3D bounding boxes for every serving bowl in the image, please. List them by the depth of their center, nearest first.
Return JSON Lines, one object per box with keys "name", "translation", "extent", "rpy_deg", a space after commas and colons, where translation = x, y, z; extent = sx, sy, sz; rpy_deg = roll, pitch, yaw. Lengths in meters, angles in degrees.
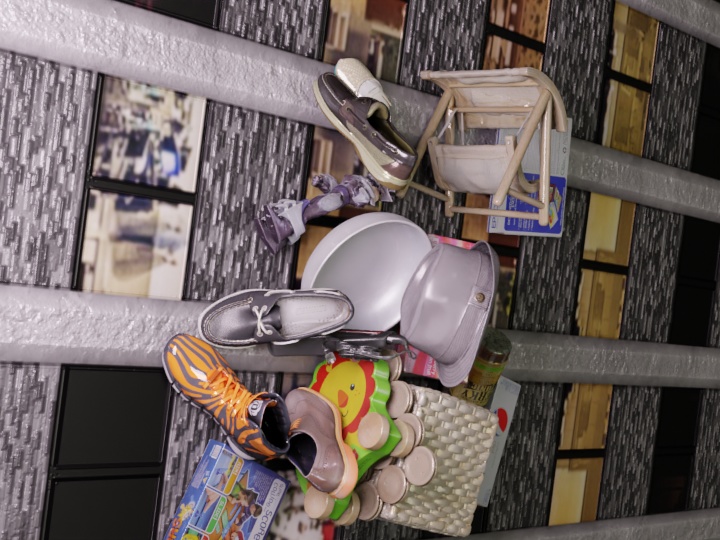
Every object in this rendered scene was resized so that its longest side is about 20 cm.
{"name": "serving bowl", "translation": [0.000, 0.000, 1.587], "extent": [0.198, 0.066, 0.202], "rpy_deg": [-20, 134, -22]}

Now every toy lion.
{"name": "toy lion", "translation": [-0.024, 0.206, 1.556], "extent": [0.068, 0.192, 0.201], "rpy_deg": [22, 112, -39]}

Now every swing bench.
{"name": "swing bench", "translation": [0.179, -0.182, 1.676], "extent": [0.129, 0.198, 0.203], "rpy_deg": [17, 84, -44]}

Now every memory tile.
{"name": "memory tile", "translation": [0.022, 0.219, 1.557], "extent": [0.017, 0.153, 0.202], "rpy_deg": [19, 42, -46]}

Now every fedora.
{"name": "fedora", "translation": [0.109, 0.045, 1.550], "extent": [0.089, 0.177, 0.202], "rpy_deg": [20, 86, -13]}

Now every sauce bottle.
{"name": "sauce bottle", "translation": [0.166, 0.180, 1.753], "extent": [0.064, 0.065, 0.202], "rpy_deg": [-15, 136, -42]}

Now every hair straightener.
{"name": "hair straightener", "translation": [-0.025, 0.105, 1.513], "extent": [0.077, 0.197, 0.041], "rpy_deg": [-74, 169, -58]}

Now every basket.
{"name": "basket", "translation": [0.067, 0.263, 1.652], "extent": [0.199, 0.160, 0.201], "rpy_deg": [25, 77, -45]}

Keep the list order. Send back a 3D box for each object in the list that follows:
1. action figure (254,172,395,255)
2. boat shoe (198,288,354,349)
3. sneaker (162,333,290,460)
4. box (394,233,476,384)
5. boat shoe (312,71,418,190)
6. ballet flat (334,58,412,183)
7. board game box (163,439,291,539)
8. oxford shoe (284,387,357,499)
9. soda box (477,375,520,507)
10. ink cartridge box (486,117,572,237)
{"name": "action figure", "translation": [-0.039, -0.093, 1.527], "extent": [0.199, 0.130, 0.070], "rpy_deg": [-28, 99, -24]}
{"name": "boat shoe", "translation": [-0.104, 0.060, 1.471], "extent": [0.197, 0.060, 0.075], "rpy_deg": [-4, 93, -14]}
{"name": "sneaker", "translation": [-0.152, 0.151, 1.432], "extent": [0.200, 0.112, 0.078], "rpy_deg": [49, 60, -18]}
{"name": "box", "translation": [0.117, 0.056, 1.692], "extent": [0.101, 0.095, 0.203], "rpy_deg": [12, 87, -9]}
{"name": "boat shoe", "translation": [0.012, -0.195, 1.525], "extent": [0.073, 0.201, 0.065], "rpy_deg": [-8, 144, -53]}
{"name": "ballet flat", "translation": [0.026, -0.207, 1.617], "extent": [0.067, 0.062, 0.202], "rpy_deg": [-42, 122, -33]}
{"name": "board game box", "translation": [-0.182, 0.337, 1.501], "extent": [0.135, 0.034, 0.202], "rpy_deg": [38, 70, -40]}
{"name": "oxford shoe", "translation": [-0.066, 0.208, 1.500], "extent": [0.072, 0.200, 0.072], "rpy_deg": [25, 105, -32]}
{"name": "soda box", "translation": [0.184, 0.262, 1.829], "extent": [0.063, 0.068, 0.202], "rpy_deg": [28, 76, -43]}
{"name": "ink cartridge box", "translation": [0.261, -0.157, 1.870], "extent": [0.198, 0.047, 0.200], "rpy_deg": [2, 95, -43]}
